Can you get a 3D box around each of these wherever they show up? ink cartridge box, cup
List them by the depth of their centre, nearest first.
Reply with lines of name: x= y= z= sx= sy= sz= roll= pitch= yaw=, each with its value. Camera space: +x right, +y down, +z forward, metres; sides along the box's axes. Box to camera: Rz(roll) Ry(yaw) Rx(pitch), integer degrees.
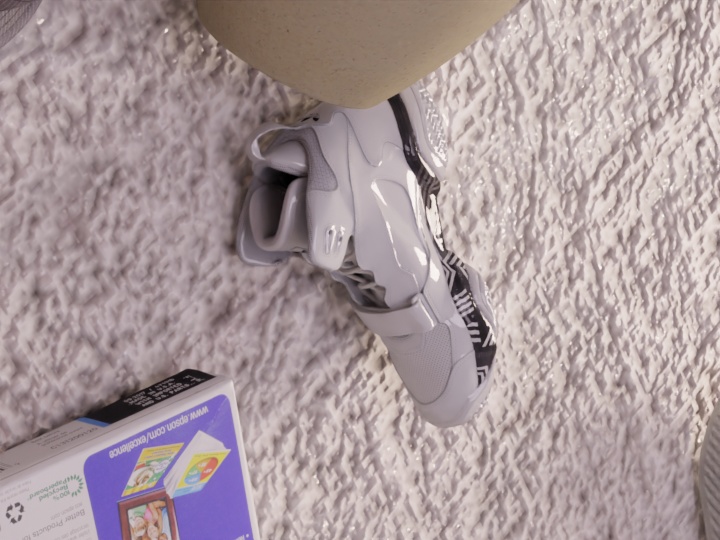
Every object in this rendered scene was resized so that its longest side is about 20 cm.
cup: x=-0.005 y=-0.166 z=1.204 sx=0.200 sy=0.200 sz=0.144 roll=12 pitch=114 yaw=-43
ink cartridge box: x=-0.132 y=0.175 z=1.209 sx=0.197 sy=0.043 sz=0.201 roll=-23 pitch=112 yaw=-36

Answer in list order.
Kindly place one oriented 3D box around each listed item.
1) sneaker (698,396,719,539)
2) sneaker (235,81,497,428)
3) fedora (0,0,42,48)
sneaker: x=0.275 y=0.144 z=1.569 sx=0.114 sy=0.072 sz=0.202 roll=-19 pitch=118 yaw=-43
sneaker: x=0.000 y=0.000 z=1.291 sx=0.115 sy=0.075 sz=0.201 roll=-23 pitch=106 yaw=-38
fedora: x=-0.181 y=-0.181 z=1.086 sx=0.176 sy=0.090 sz=0.201 roll=-29 pitch=114 yaw=-36
